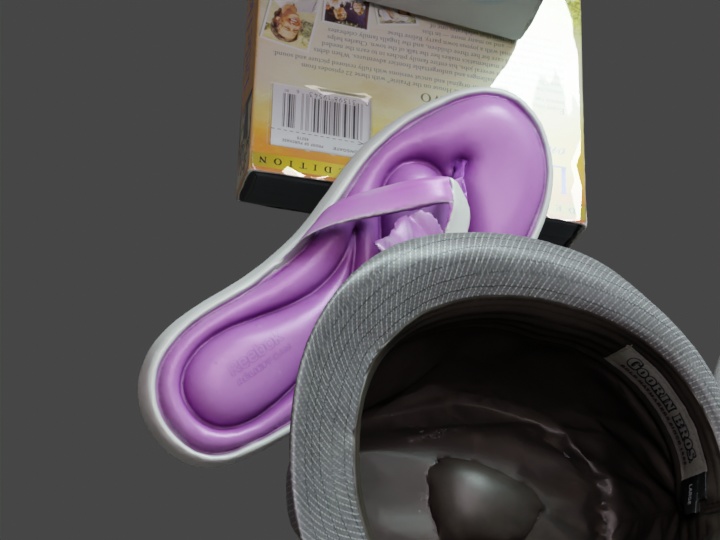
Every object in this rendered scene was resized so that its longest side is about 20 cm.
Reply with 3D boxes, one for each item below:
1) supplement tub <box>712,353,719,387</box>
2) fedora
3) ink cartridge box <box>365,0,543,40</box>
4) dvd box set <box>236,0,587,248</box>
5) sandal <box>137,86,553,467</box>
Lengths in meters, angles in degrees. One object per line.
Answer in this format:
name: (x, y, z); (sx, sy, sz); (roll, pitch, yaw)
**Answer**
supplement tub: (0.253, 0.049, 0.914); (0.200, 0.144, 0.145); (27, 59, -1)
fedora: (0.044, 0.081, 0.859); (0.199, 0.090, 0.177); (4, 74, -28)
ink cartridge box: (-0.004, -0.174, 0.910); (0.199, 0.160, 0.047); (12, 58, -10)
dvd box set: (0.024, -0.110, 0.996); (0.146, 0.029, 0.201); (8, 61, -13)
sandal: (0.005, 0.006, 0.900); (0.203, 0.050, 0.083); (-42, 98, -17)
